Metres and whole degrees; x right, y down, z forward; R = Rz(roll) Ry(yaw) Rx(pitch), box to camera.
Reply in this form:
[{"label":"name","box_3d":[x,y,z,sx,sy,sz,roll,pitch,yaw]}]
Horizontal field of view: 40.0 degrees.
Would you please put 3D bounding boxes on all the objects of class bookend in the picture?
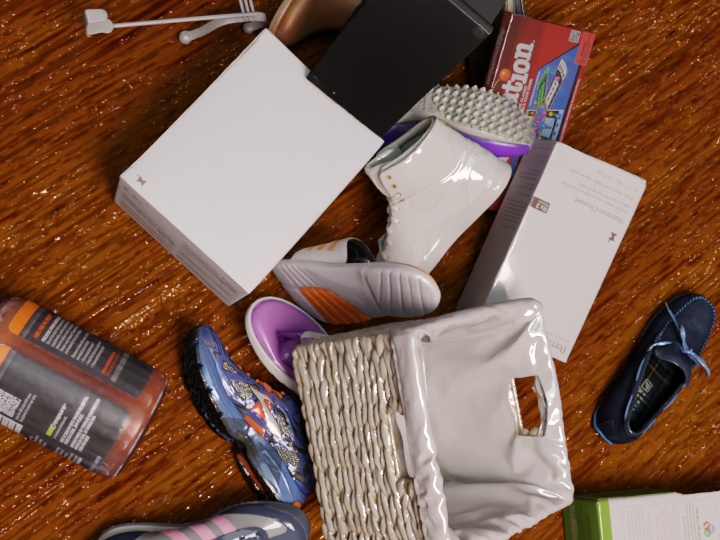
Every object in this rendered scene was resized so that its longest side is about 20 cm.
[{"label":"bookend","box_3d":[0.069,-0.252,0.880,0.092,0.200,0.199,37,62,-10]}]

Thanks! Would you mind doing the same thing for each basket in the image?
[{"label":"basket","box_3d":[0.065,0.139,0.894,0.200,0.160,0.199,-9,88,-48]}]

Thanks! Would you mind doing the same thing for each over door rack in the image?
[{"label":"over door rack","box_3d":[-0.198,-0.300,0.960,0.199,0.067,0.148,-12,85,-39]}]

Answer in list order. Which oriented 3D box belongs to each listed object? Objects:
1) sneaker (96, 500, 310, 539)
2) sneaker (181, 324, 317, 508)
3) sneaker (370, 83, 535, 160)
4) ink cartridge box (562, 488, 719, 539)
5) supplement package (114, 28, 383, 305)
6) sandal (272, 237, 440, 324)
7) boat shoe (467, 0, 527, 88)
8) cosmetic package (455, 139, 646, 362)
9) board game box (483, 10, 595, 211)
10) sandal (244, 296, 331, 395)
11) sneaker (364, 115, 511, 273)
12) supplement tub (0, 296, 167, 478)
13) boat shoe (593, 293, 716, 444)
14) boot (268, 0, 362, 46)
[{"label":"sneaker","box_3d":[-0.141,0.260,0.876,0.199,0.082,0.070,-11,107,-3]},{"label":"sneaker","box_3d":[-0.101,0.134,0.941,0.078,0.075,0.200,-36,101,-27]},{"label":"sneaker","box_3d":[0.075,-0.131,1.000,0.199,0.100,0.070,11,45,11]},{"label":"ink cartridge box","box_3d":[0.323,0.304,1.033,0.199,0.076,0.148,-1,82,-18]},{"label":"supplement package","box_3d":[-0.107,-0.094,0.943,0.156,0.111,0.200,43,74,-7]},{"label":"sandal","box_3d":[0.004,0.006,0.929,0.059,0.206,0.079,-53,125,-31]},{"label":"boat shoe","box_3d":[0.155,-0.236,1.063,0.065,0.073,0.201,-5,101,-31]},{"label":"cosmetic package","box_3d":[0.192,-0.021,1.011,0.112,0.081,0.201,21,93,-13]},{"label":"board game box","box_3d":[0.169,-0.158,1.028,0.103,0.019,0.201,7,109,-22]},{"label":"sandal","box_3d":[-0.027,0.097,0.958,0.203,0.050,0.083,48,41,-11]},{"label":"sneaker","box_3d":[0.038,-0.059,0.959,0.115,0.074,0.200,33,111,-21]},{"label":"supplement tub","box_3d":[-0.278,0.093,0.868,0.200,0.107,0.107,31,75,-10]},{"label":"boat shoe","box_3d":[0.334,0.110,1.067,0.084,0.069,0.200,36,74,-9]},{"label":"boot","box_3d":[0.017,-0.254,1.011,0.200,0.074,0.155,-42,86,-19]}]
